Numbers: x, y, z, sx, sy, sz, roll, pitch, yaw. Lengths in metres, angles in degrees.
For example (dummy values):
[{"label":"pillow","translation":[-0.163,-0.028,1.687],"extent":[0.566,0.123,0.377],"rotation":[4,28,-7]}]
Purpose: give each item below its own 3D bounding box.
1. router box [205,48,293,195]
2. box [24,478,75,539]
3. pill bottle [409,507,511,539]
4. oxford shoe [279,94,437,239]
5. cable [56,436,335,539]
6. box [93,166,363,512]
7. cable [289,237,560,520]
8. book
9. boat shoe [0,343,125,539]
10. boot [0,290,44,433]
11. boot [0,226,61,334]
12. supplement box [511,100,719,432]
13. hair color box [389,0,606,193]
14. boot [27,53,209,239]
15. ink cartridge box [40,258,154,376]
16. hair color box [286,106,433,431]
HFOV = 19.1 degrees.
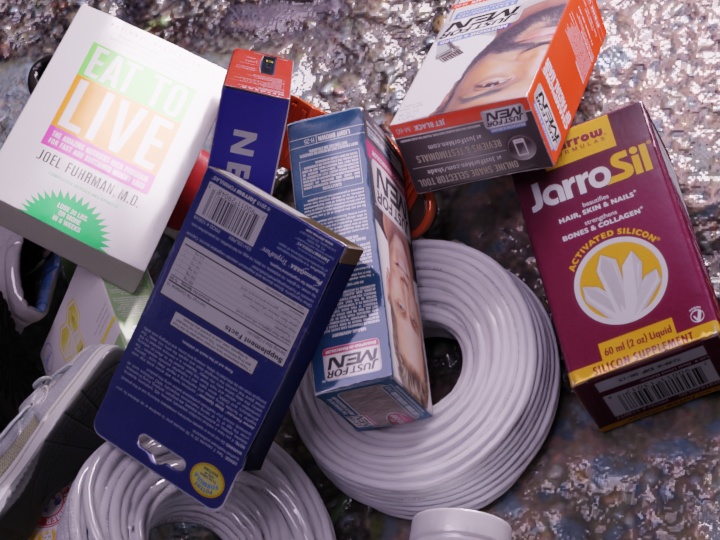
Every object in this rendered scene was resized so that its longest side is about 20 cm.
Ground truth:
[{"label":"router box","translation":[-0.091,-0.048,1.551],"extent":[0.048,0.180,0.201],"rotation":[11,102,-3]},{"label":"box","translation":[-0.219,0.249,1.536],"extent":[0.112,0.101,0.201],"rotation":[-16,59,13]},{"label":"pill bottle","translation":[0.058,0.263,1.413],"extent":[0.110,0.111,0.201],"rotation":[-3,62,20]},{"label":"oxford shoe","translation":[0.001,-0.077,1.623],"extent":[0.200,0.072,0.071],"rotation":[38,101,41]},{"label":"cable","translation":[-0.111,0.196,1.478],"extent":[0.199,0.069,0.201],"rotation":[30,49,-4]},{"label":"box","translation":[-0.092,0.047,1.434],"extent":[0.121,0.032,0.201],"rotation":[30,99,24]},{"label":"cable","translation":[0.046,0.076,1.539],"extent":[0.200,0.069,0.200],"rotation":[-47,57,-6]},{"label":"book","translation":[-0.190,-0.093,1.593],"extent":[0.133,0.048,0.201],"rotation":[27,53,-8]},{"label":"boat shoe","translation":[-0.237,0.129,1.503],"extent":[0.065,0.074,0.202],"rotation":[33,86,27]},{"label":"boot","translation":[-0.335,0.080,1.612],"extent":[0.157,0.212,0.080],"rotation":[-10,42,12]},{"label":"boot","translation":[-0.274,-0.027,1.698],"extent":[0.095,0.073,0.201],"rotation":[-26,49,30]},{"label":"supplement box","translation":[0.185,-0.004,1.515],"extent":[0.110,0.086,0.201],"rotation":[-21,58,11]},{"label":"hair color box","translation":[0.105,-0.142,1.573],"extent":[0.110,0.064,0.200],"rotation":[-11,31,25]},{"label":"boot","translation":[-0.173,-0.097,1.674],"extent":[0.199,0.144,0.073],"rotation":[29,75,30]},{"label":"ink cartridge box","translation":[-0.206,0.021,1.631],"extent":[0.048,0.146,0.201],"rotation":[-3,54,-30]},{"label":"hair color box","translation":[0.000,0.000,1.485],"extent":[0.060,0.100,0.201],"rotation":[-12,68,15]}]
